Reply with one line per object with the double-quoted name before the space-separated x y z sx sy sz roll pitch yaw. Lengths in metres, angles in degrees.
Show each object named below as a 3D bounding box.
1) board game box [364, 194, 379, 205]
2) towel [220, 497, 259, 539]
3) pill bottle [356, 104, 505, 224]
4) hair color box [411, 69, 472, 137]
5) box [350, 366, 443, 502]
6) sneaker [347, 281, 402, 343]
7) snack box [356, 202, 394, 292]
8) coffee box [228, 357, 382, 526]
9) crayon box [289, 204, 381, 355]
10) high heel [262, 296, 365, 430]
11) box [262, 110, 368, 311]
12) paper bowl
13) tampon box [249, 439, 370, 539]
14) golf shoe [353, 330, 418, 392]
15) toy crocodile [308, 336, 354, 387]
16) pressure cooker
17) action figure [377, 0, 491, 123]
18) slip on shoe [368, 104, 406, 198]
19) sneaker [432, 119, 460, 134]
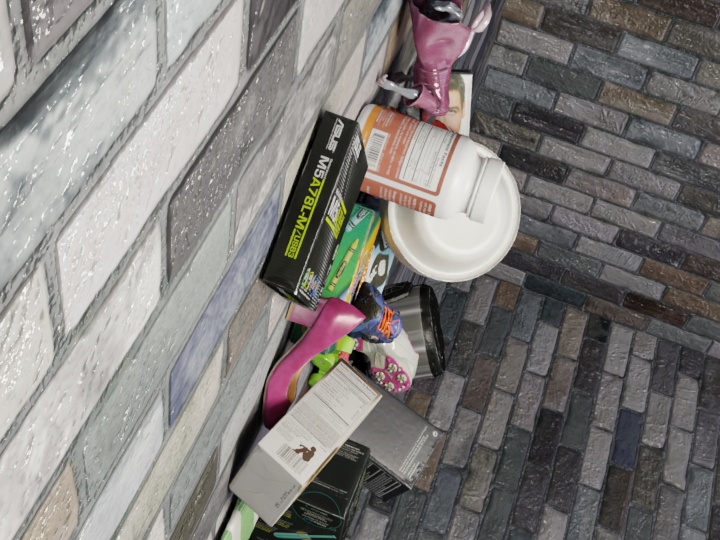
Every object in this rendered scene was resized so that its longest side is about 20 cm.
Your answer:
"board game box" 0.029 -0.081 1.738 0.200 0.043 0.202 79 29 -77
"towel" -0.182 0.379 1.403 0.154 0.023 0.201 100 12 -51
"pill bottle" 0.083 -0.134 1.350 0.112 0.197 0.114 20 90 -84
"hair color box" 0.129 -0.225 1.686 0.061 0.097 0.203 -74 166 -72
"box" 0.017 0.290 1.816 0.124 0.197 0.200 -55 180 -22
"sneaker" 0.025 0.066 1.479 0.200 0.077 0.076 93 16 -84
"snack box" 0.000 0.000 1.576 0.116 0.037 0.203 1 110 -57
"coffee box" -0.069 0.219 1.342 0.200 0.080 0.113 -43 171 -48
"crayon box" -0.032 0.009 1.418 0.119 0.057 0.203 6 103 -84
"high heel" -0.063 0.126 1.332 0.067 0.095 0.203 -43 151 -76
"box" -0.045 -0.060 1.167 0.200 0.047 0.196 68 43 -81
"paper bowl" 0.131 -0.085 1.465 0.104 0.198 0.204 -163 -87 -78
"tampon box" -0.081 0.349 1.595 0.201 0.148 0.127 102 11 -50
"golf shoe" 0.031 0.110 1.765 0.075 0.202 0.092 -22 -164 38
"toy crocodile" -0.045 0.150 1.707 0.201 0.061 0.068 100 12 -57
"pressure cooker" 0.050 0.123 1.904 0.177 0.197 0.181 66 18 -52
"action figure" 0.103 -0.277 1.405 0.135 0.146 0.203 -71 163 -59
"slip on shoe" 0.043 -0.168 1.536 0.201 0.060 0.075 101 9 -60
"sneaker" 0.122 -0.157 1.583 0.079 0.114 0.202 124 -18 -53
